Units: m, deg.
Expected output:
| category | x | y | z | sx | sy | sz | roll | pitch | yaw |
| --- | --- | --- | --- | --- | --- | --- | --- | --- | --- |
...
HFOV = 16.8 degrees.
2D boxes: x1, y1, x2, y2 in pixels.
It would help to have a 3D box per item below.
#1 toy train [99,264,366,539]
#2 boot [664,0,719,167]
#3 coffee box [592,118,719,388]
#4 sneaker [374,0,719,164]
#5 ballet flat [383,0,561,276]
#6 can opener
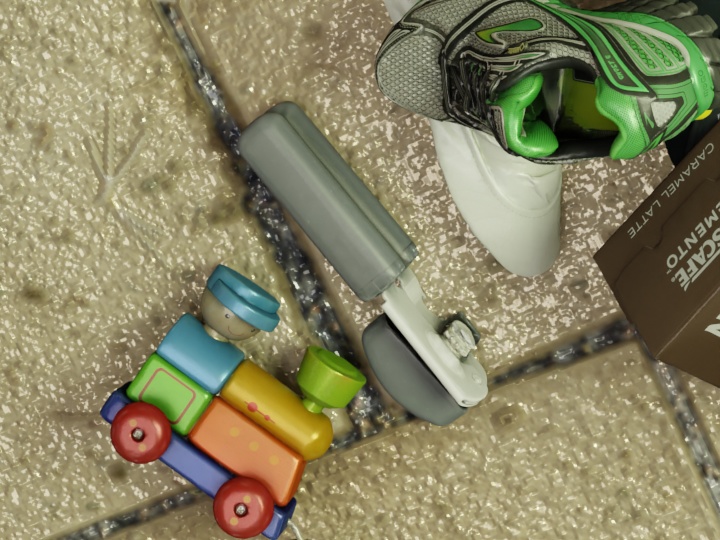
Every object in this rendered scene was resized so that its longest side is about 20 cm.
| category | x | y | z | sx | sy | sz | roll | pitch | yaw |
| --- | --- | --- | --- | --- | --- | --- | --- | --- | --- |
| toy train | -0.034 | 0.095 | 1.356 | 0.200 | 0.085 | 0.116 | 35 | 99 | 3 |
| boot | 0.136 | -0.154 | 1.187 | 0.168 | 0.076 | 0.201 | 33 | 139 | 26 |
| coffee box | 0.229 | 0.012 | 1.195 | 0.199 | 0.080 | 0.114 | 23 | 118 | -35 |
| sneaker | 0.076 | -0.095 | 1.164 | 0.199 | 0.085 | 0.078 | 7 | 122 | 46 |
| ballet flat | 0.067 | -0.091 | 1.266 | 0.069 | 0.069 | 0.201 | -20 | 98 | 20 |
| can opener | 0.000 | 0.000 | 1.326 | 0.066 | 0.053 | 0.200 | -34 | 95 | 23 |
